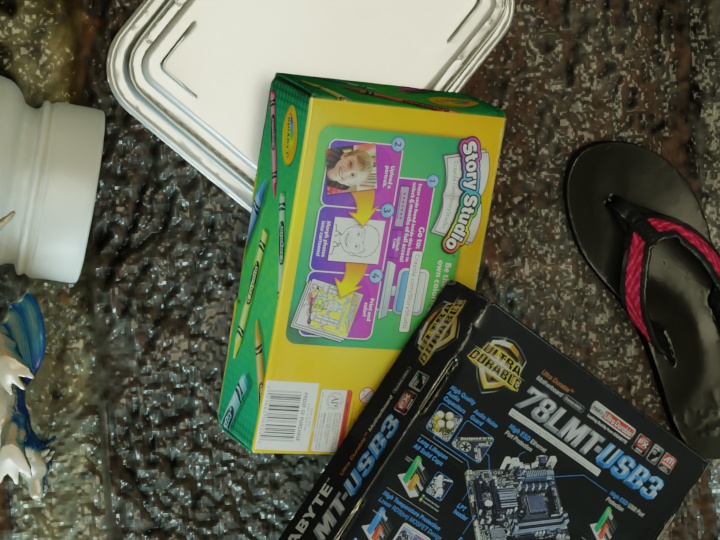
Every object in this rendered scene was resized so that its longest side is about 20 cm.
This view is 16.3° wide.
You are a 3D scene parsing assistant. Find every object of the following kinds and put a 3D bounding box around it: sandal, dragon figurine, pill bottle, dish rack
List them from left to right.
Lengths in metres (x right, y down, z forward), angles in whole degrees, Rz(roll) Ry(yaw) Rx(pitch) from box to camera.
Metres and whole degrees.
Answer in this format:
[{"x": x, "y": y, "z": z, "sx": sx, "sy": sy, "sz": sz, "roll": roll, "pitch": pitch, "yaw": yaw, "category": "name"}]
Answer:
[{"x": -0.241, "y": -0.055, "z": 1.334, "sx": 0.199, "sy": 0.113, "sz": 0.113, "roll": 9, "pitch": 92, "yaw": -10, "category": "pill bottle"}, {"x": -0.197, "y": 0.047, "z": 1.332, "sx": 0.059, "sy": 0.099, "sz": 0.200, "roll": -5, "pitch": 117, "yaw": -2, "category": "dragon figurine"}, {"x": -0.024, "y": -0.132, "z": 1.399, "sx": 0.172, "sy": 0.044, "sz": 0.200, "roll": 39, "pitch": 86, "yaw": -8, "category": "dish rack"}, {"x": 0.181, "y": 0.015, "z": 1.436, "sx": 0.075, "sy": 0.045, "sz": 0.200, "roll": -26, "pitch": 97, "yaw": -6, "category": "sandal"}]

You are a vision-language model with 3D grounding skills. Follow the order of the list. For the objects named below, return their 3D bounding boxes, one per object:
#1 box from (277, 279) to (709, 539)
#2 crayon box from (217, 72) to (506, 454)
[{"x": 0.070, "y": 0.138, "z": 1.387, "sx": 0.200, "sy": 0.050, "sz": 0.199, "roll": 35, "pitch": 85, "yaw": -35, "category": "box"}, {"x": 0.000, "y": 0.000, "z": 1.370, "sx": 0.119, "sy": 0.058, "sz": 0.201, "roll": 4, "pitch": 103, "yaw": -26, "category": "crayon box"}]
